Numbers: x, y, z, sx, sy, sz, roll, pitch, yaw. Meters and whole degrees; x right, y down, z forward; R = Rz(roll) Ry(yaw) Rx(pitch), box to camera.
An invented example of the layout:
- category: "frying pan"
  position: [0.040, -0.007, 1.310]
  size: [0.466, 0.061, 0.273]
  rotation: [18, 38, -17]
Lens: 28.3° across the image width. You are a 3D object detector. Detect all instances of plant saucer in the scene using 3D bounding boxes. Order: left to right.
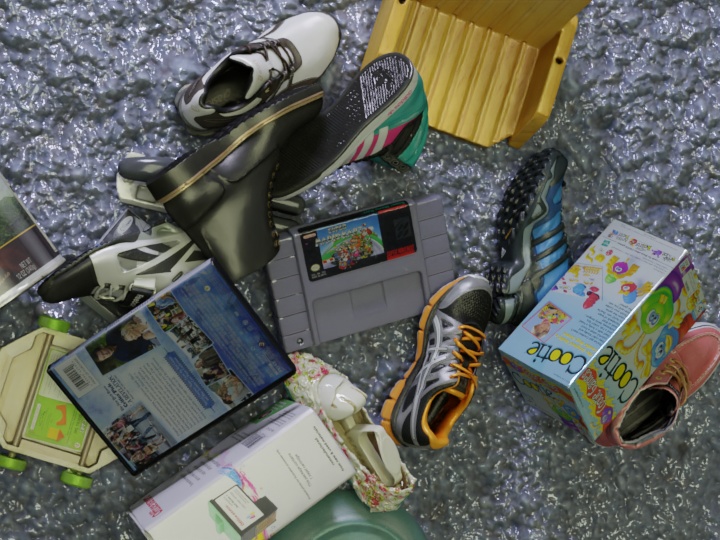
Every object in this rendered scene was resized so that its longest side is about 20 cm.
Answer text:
- category: "plant saucer"
  position: [-0.010, 0.334, 1.506]
  size: [0.200, 0.036, 0.200]
  rotation: [0, 89, -14]

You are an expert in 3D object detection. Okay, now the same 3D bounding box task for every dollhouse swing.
- category: "dollhouse swing"
  position: [0.130, -0.240, 1.481]
  size: [0.200, 0.176, 0.182]
  rotation: [19, 84, -15]

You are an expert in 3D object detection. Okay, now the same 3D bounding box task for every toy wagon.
- category: "toy wagon"
  position: [-0.275, 0.139, 1.438]
  size: [0.200, 0.040, 0.155]
  rotation: [18, 85, -14]

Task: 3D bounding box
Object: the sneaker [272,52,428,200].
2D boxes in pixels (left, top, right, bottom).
- category: "sneaker"
  position: [-0.006, -0.129, 1.482]
  size: [0.200, 0.121, 0.084]
  rotation: [-38, 58, 7]

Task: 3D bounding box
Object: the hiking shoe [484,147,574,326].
- category: "hiking shoe"
  position: [0.195, -0.032, 1.554]
  size: [0.087, 0.074, 0.200]
  rotation: [14, 95, -22]

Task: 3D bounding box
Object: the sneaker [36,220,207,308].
- category: "sneaker"
  position: [-0.212, 0.007, 1.391]
  size: [0.200, 0.074, 0.089]
  rotation: [-21, 87, -24]

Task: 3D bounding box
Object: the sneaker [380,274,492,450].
- category: "sneaker"
  position: [0.096, 0.101, 1.505]
  size: [0.078, 0.077, 0.200]
  rotation: [23, 89, -36]

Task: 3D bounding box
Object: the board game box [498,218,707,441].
- category: "board game box"
  position: [0.260, 0.062, 1.520]
  size: [0.200, 0.105, 0.103]
  rotation: [-46, 135, -16]

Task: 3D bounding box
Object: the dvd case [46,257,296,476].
- category: "dvd case"
  position: [-0.183, 0.096, 1.389]
  size: [0.200, 0.018, 0.143]
  rotation: [-33, 108, 8]

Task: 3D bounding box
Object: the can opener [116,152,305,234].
- category: "can opener"
  position: [-0.152, -0.076, 1.459]
  size: [0.200, 0.067, 0.053]
  rotation: [13, 86, -14]

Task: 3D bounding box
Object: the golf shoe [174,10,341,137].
- category: "golf shoe"
  position: [-0.095, -0.204, 1.463]
  size: [0.200, 0.094, 0.078]
  rotation: [-38, 97, -14]

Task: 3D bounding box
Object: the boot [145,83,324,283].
- category: "boot"
  position: [-0.095, -0.083, 1.407]
  size: [0.200, 0.077, 0.138]
  rotation: [-36, 102, -16]

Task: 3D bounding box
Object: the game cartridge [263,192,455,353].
- category: "game cartridge"
  position: [0.000, 0.000, 1.499]
  size: [0.200, 0.038, 0.130]
  rotation: [-16, 114, -14]

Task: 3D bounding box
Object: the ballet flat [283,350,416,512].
- category: "ballet flat"
  position: [-0.005, 0.162, 1.488]
  size: [0.200, 0.064, 0.076]
  rotation: [55, 46, -6]

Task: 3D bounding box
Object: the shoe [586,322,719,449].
- category: "shoe"
  position: [0.339, 0.129, 1.572]
  size: [0.200, 0.091, 0.071]
  rotation: [-36, 98, -13]

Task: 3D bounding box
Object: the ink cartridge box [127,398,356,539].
- category: "ink cartridge box"
  position: [-0.121, 0.221, 1.421]
  size: [0.200, 0.145, 0.084]
  rotation: [-35, 98, -13]

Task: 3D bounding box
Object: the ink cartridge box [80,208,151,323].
- category: "ink cartridge box"
  position: [-0.193, 0.038, 1.455]
  size: [0.200, 0.039, 0.099]
  rotation: [39, 70, -12]

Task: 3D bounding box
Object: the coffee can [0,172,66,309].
- category: "coffee can"
  position: [-0.397, -0.048, 1.354]
  size: [0.146, 0.146, 0.200]
  rotation: [-37, 98, -12]
